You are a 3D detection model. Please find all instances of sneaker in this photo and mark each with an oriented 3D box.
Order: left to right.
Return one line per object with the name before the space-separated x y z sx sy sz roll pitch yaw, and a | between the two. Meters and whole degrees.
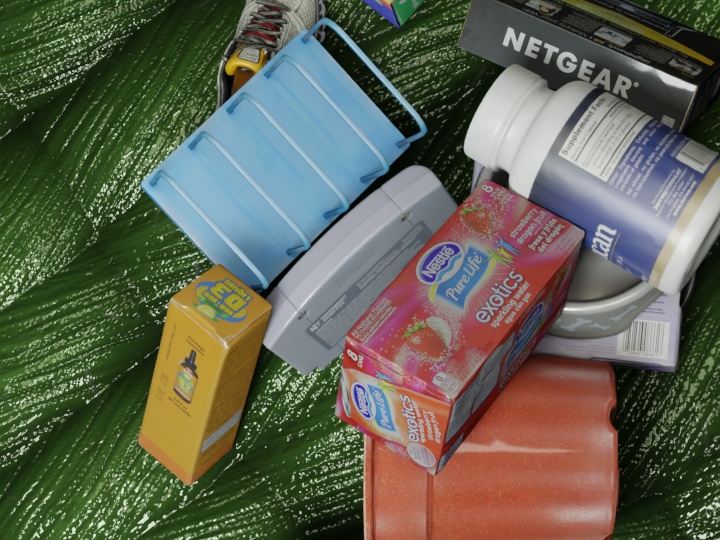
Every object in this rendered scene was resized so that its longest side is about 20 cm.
sneaker | -0.082 -0.192 1.437 0.077 0.082 0.201 8 80 13

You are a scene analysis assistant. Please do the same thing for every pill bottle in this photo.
pill bottle | 0.184 -0.076 1.234 0.199 0.111 0.111 32 87 15

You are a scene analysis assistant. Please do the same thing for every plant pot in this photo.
plant pot | 0.104 0.145 1.284 0.194 0.201 0.202 0 79 4

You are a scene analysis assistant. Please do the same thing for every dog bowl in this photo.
dog bowl | 0.183 -0.047 1.316 0.199 0.059 0.202 -2 79 10

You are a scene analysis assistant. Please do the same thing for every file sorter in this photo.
file sorter | -0.061 -0.094 1.337 0.200 0.123 0.139 -45 97 -11

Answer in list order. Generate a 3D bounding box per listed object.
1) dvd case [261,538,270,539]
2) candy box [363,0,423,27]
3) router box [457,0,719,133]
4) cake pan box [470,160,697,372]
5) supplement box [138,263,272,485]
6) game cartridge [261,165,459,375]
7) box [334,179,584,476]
dvd case | -0.030 0.328 1.300 0.149 0.025 0.201 17 116 15
candy box | 0.035 -0.351 1.446 0.169 0.077 0.200 41 90 15
router box | 0.201 -0.187 1.338 0.199 0.157 0.052 26 118 16
cake pan box | 0.186 -0.013 1.363 0.199 0.052 0.186 3 82 12
supplement box | -0.131 0.090 1.335 0.066 0.201 0.069 38 51 16
game cartridge | 0.000 0.000 1.355 0.200 0.133 0.040 -44 69 0
box | 0.075 0.039 1.192 0.095 0.100 0.200 30 53 17
